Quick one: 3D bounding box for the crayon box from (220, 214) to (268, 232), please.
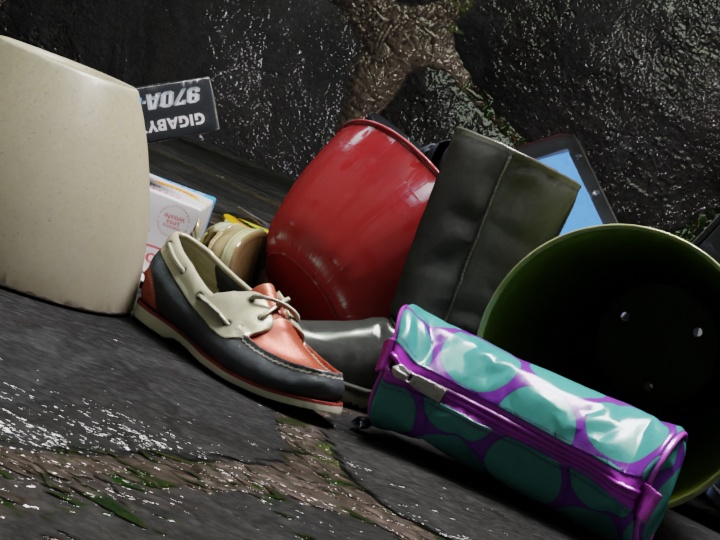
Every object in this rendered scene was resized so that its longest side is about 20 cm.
[{"bbox_3d":[-0.067,0.002,1.679,0.126,0.052,0.200,21,4,-11],"label":"crayon box"}]

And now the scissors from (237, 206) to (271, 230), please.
[{"bbox_3d":[-0.059,-0.025,1.648,0.073,0.014,0.200,18,6,-17],"label":"scissors"}]

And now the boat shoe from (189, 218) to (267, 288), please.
[{"bbox_3d":[-0.107,-0.001,1.470,0.063,0.073,0.200,16,-3,3],"label":"boat shoe"}]

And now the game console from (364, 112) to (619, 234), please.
[{"bbox_3d":[0.112,-0.070,1.627,0.172,0.119,0.200,35,22,-32],"label":"game console"}]

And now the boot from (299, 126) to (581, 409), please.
[{"bbox_3d":[0.038,-0.002,1.298,0.182,0.200,0.073,20,8,-21],"label":"boot"}]

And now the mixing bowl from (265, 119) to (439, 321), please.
[{"bbox_3d":[0.000,0.000,1.411,0.200,0.108,0.200,45,-26,29],"label":"mixing bowl"}]

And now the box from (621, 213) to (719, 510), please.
[{"bbox_3d":[0.297,0.081,1.422,0.200,0.164,0.086,50,17,25],"label":"box"}]

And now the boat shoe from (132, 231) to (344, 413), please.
[{"bbox_3d":[-0.075,0.034,1.231,0.071,0.063,0.200,20,6,-44],"label":"boat shoe"}]

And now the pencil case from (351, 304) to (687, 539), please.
[{"bbox_3d":[0.100,0.097,1.182,0.200,0.085,0.092,24,4,17],"label":"pencil case"}]

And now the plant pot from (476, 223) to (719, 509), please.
[{"bbox_3d":[0.189,0.060,1.310,0.187,0.187,0.200,23,8,13],"label":"plant pot"}]

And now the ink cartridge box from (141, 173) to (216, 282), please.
[{"bbox_3d":[-0.185,-0.042,1.531,0.115,0.068,0.200,20,5,-2],"label":"ink cartridge box"}]

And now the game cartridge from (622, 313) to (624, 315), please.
[{"bbox_3d":[0.152,0.056,1.691,0.200,0.038,0.130,-10,-16,43],"label":"game cartridge"}]

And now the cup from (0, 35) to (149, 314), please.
[{"bbox_3d":[-0.221,-0.073,1.284,0.200,0.143,0.200,22,5,-2],"label":"cup"}]

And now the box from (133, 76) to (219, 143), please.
[{"bbox_3d":[-0.234,-0.112,1.505,0.200,0.046,0.159,-13,6,-29],"label":"box"}]

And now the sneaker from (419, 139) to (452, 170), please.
[{"bbox_3d":[0.067,-0.058,1.456,0.079,0.078,0.200,18,-7,14],"label":"sneaker"}]
